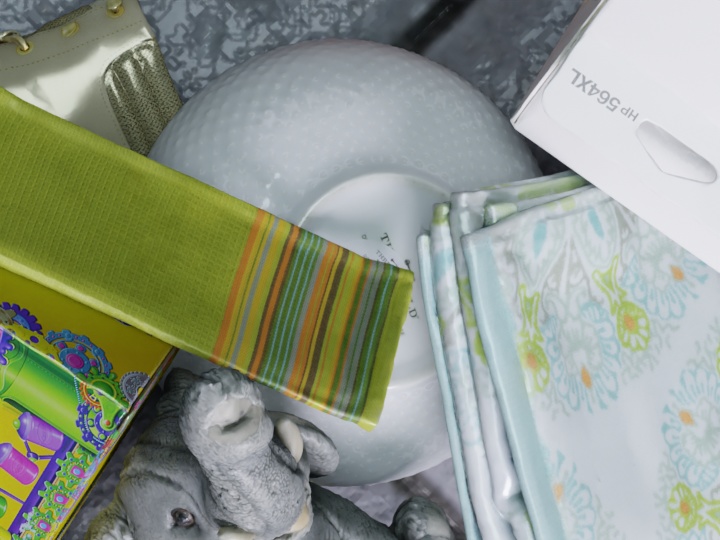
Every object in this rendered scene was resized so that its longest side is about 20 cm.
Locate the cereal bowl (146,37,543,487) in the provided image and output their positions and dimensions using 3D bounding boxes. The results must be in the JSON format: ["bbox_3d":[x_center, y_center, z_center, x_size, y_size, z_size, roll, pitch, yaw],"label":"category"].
[{"bbox_3d":[0.000,0.000,1.152,0.200,0.083,0.201,-2,97,-17],"label":"cereal bowl"}]

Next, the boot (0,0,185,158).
[{"bbox_3d":[-0.173,-0.095,1.175,0.155,0.073,0.200,-31,93,-4],"label":"boot"}]

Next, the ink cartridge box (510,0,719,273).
[{"bbox_3d":[0.166,-0.103,1.122,0.128,0.125,0.200,34,43,-2],"label":"ink cartridge box"}]

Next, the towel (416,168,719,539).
[{"bbox_3d":[0.106,0.052,1.139,0.171,0.048,0.200,-16,98,-46],"label":"towel"}]

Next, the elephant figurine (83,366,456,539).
[{"bbox_3d":[-0.051,0.101,1.075,0.155,0.142,0.200,-32,121,19],"label":"elephant figurine"}]

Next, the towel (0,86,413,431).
[{"bbox_3d":[-0.073,-0.007,1.052,0.200,0.018,0.086,25,43,-13],"label":"towel"}]

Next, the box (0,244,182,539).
[{"bbox_3d":[-0.194,0.042,1.095,0.192,0.122,0.200,34,124,-2],"label":"box"}]
